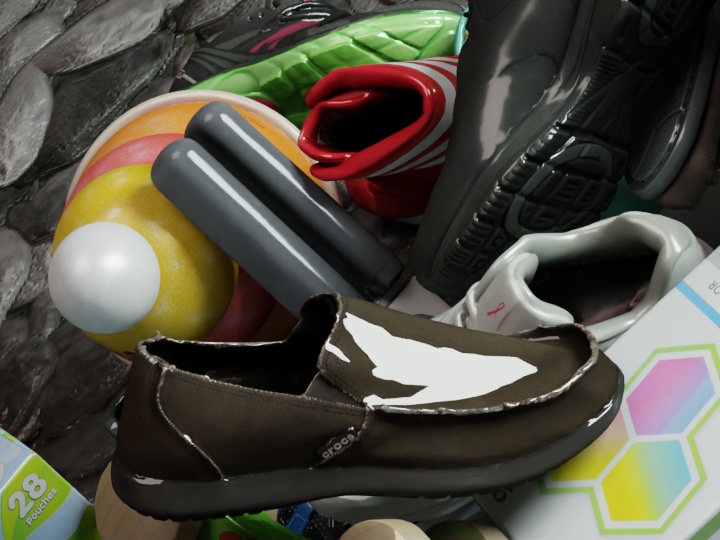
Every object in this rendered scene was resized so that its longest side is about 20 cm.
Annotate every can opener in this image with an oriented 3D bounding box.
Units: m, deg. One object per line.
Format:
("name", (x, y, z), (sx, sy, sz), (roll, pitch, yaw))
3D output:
("can opener", (0.000, 0.000, 1.268), (0.053, 0.200, 0.067), (-50, 4, -32))

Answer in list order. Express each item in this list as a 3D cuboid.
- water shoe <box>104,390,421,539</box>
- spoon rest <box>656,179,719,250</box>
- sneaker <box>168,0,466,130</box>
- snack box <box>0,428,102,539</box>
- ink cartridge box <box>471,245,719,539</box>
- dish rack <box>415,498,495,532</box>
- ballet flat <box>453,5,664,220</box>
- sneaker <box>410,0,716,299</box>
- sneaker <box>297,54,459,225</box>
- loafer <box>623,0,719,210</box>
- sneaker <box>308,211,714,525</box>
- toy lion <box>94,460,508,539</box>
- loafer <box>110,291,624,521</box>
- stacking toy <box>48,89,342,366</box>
("water shoe", (-0.038, 0.090, 1.301), (0.199, 0.079, 0.072), (3, 57, 43))
("spoon rest", (0.196, -0.012, 1.184), (0.061, 0.099, 0.200), (-51, 27, -8))
("sneaker", (-0.023, -0.112, 1.482), (0.199, 0.077, 0.084), (-10, 52, 34))
("snack box", (-0.144, 0.183, 1.209), (0.169, 0.200, 0.068), (-52, 38, -10))
("ink cartridge box", (0.109, 0.092, 1.113), (0.200, 0.059, 0.104), (-42, 38, 1))
("dish rack", (0.087, 0.163, 1.149), (0.171, 0.044, 0.201), (-28, 40, 18))
("ballet flat", (0.098, -0.076, 1.342), (0.067, 0.070, 0.200), (-42, 38, -4))
("sneaker", (0.075, -0.081, 1.216), (0.091, 0.076, 0.201), (36, 97, 36))
("sneaker", (0.010, -0.067, 1.329), (0.200, 0.115, 0.079), (-29, 65, 61))
("loafer", (0.157, -0.090, 1.277), (0.072, 0.063, 0.200), (-54, 15, 34))
("sneaker", (0.053, 0.030, 1.178), (0.199, 0.099, 0.078), (-33, 66, 1))
("toy lion", (-0.026, 0.180, 1.120), (0.199, 0.068, 0.193), (13, 94, 39))
("loafer", (0.003, 0.044, 1.084), (0.199, 0.072, 0.073), (-10, 22, -11))
("stacking toy", (-0.098, -0.007, 1.327), (0.146, 0.147, 0.200), (-30, -3, 16))
